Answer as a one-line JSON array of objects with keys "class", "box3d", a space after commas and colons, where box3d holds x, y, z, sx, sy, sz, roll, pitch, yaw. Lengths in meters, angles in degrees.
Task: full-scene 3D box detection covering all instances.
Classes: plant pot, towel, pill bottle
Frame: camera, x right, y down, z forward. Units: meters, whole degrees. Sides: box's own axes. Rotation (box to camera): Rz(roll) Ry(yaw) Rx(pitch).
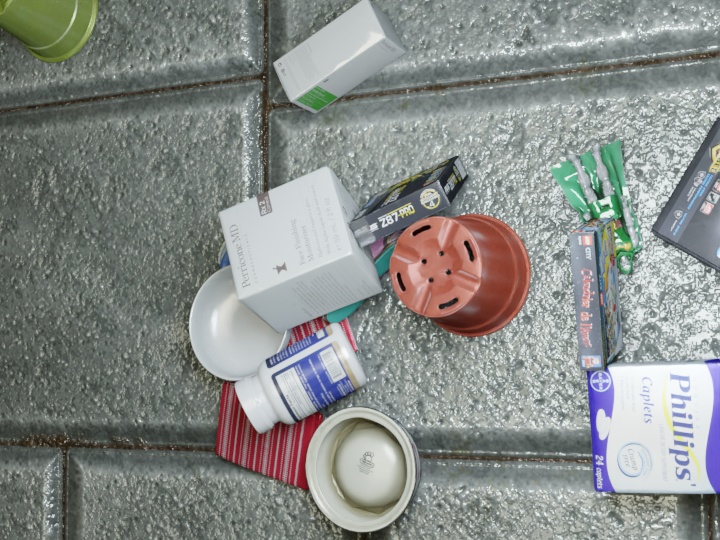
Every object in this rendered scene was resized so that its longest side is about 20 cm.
[{"class": "plant pot", "box3d": [-0.644, -0.523, 1.984, 0.197, 0.189, 0.203, -1, 86, 23]}, {"class": "towel", "box3d": [-0.109, 0.114, 1.796, 0.198, 0.022, 0.146, -26, 74, 18]}, {"class": "plant pot", "box3d": [0.146, 0.002, 1.599, 0.198, 0.195, 0.204, -2, 86, 23]}, {"class": "towel", "box3d": [-0.161, 0.284, 1.785, 0.198, 0.022, 0.147, 15, 106, 25]}, {"class": "pill bottle", "box3d": [-0.098, 0.180, 1.685, 0.198, 0.116, 0.117, -27, 75, -1]}]

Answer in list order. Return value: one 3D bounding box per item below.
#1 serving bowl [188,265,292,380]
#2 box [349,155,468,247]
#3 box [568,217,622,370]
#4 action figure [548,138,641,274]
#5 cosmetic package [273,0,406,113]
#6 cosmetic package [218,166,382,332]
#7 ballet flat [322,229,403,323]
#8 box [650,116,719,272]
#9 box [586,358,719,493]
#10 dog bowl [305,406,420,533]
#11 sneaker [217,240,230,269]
[{"class": "serving bowl", "box3d": [-0.199, 0.092, 1.788, 0.197, 0.066, 0.203, -4, 79, 23]}, {"class": "box", "box3d": [0.081, -0.113, 1.636, 0.160, 0.200, 0.050, -26, 100, 21]}, {"class": "box", "box3d": [0.348, 0.032, 1.515, 0.037, 0.136, 0.203, -2, 100, 27]}, {"class": "action figure", "box3d": [0.379, -0.090, 1.585, 0.117, 0.055, 0.203, -22, 82, 17]}, {"class": "cosmetic package", "box3d": [-0.036, -0.364, 1.754, 0.198, 0.107, 0.086, -30, 75, 20]}, {"class": "cosmetic package", "box3d": [-0.095, -0.029, 1.649, 0.198, 0.165, 0.167, -22, 63, 10]}, {"class": "ballet flat", "box3d": [0.000, 0.000, 1.739, 0.200, 0.069, 0.071, -48, 50, 8]}, {"class": "box", "box3d": [0.556, -0.092, 1.490, 0.198, 0.049, 0.202, 36, 100, 34]}, {"class": "box", "box3d": [0.441, 0.225, 1.504, 0.197, 0.105, 0.187, -5, 85, 22]}, {"class": "dog bowl", "box3d": [0.012, 0.325, 1.699, 0.197, 0.074, 0.204, -2, 85, 24]}, {"class": "sneaker", "box3d": [-0.166, -0.047, 1.802, 0.199, 0.078, 0.090, -37, 71, 17]}]
